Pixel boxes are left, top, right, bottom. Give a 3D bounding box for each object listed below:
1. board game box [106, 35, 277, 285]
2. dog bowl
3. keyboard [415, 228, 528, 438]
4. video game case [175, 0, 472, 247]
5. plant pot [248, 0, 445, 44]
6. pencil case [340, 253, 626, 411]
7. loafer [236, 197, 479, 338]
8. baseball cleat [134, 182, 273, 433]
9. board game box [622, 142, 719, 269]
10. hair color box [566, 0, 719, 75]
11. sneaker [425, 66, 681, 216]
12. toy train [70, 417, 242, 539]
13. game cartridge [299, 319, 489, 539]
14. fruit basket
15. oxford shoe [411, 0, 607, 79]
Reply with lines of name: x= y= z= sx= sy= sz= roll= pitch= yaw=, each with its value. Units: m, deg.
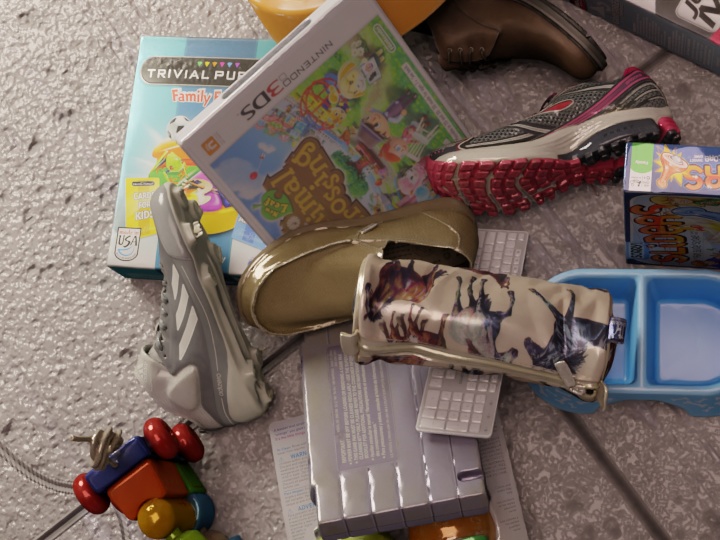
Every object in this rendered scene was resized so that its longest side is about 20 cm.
board game box: x=-0.122 y=-0.092 z=1.145 sx=0.148 sy=0.047 sz=0.203 roll=3 pitch=78 yaw=13
dog bowl: x=0.213 y=0.050 z=1.038 sx=0.197 sy=0.050 sz=0.113 roll=0 pitch=77 yaw=13
keyboard: x=0.087 y=0.043 z=1.039 sx=0.055 sy=0.011 sz=0.202 roll=7 pitch=49 yaw=10
video game case: x=-0.015 y=-0.090 z=1.062 sx=0.182 sy=0.200 sz=0.022 roll=-41 pitch=32 yaw=0
plant pot: x=-0.030 y=-0.301 z=1.067 sx=0.197 sy=0.184 sz=0.202 roll=-17 pitch=48 yaw=19
pencil case: x=0.086 y=0.042 z=0.977 sx=0.197 sy=0.079 sz=0.090 roll=9 pitch=34 yaw=0
loafer: x=0.000 y=0.000 z=1.045 sx=0.197 sy=0.077 sz=0.068 roll=-22 pitch=28 yaw=-1
baseball cleat: x=-0.143 y=0.037 z=1.076 sx=0.105 sy=0.070 sz=0.203 roll=-19 pitch=101 yaw=11
board game box: x=0.254 y=-0.040 z=0.971 sx=0.133 sy=0.200 sz=0.035 roll=4 pitch=77 yaw=13
hair color box: x=0.246 y=-0.239 z=1.093 sx=0.198 sy=0.061 sz=0.100 roll=30 pitch=85 yaw=18
sneaker: x=0.146 y=-0.100 z=1.075 sx=0.197 sy=0.081 sz=0.076 roll=-13 pitch=62 yaw=-5
toy train: x=-0.151 y=0.177 z=1.011 sx=0.084 sy=0.200 sz=0.116 roll=-38 pitch=77 yaw=1
game cartridge: x=0.020 y=0.103 z=1.030 sx=0.128 sy=0.039 sz=0.202 roll=-13 pitch=47 yaw=8
fruit basket: x=0.032 y=0.189 z=1.038 sx=0.182 sy=0.094 sz=0.202 roll=-16 pitch=59 yaw=8
oxford shoe: x=0.107 y=-0.188 z=1.110 sx=0.198 sy=0.073 sz=0.085 roll=28 pitch=86 yaw=29
